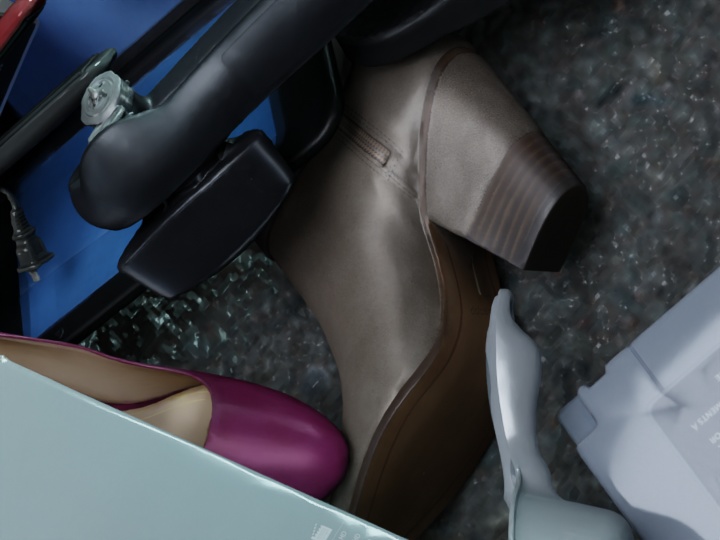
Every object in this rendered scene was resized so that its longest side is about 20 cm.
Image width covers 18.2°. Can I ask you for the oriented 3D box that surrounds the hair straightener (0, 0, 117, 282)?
[{"bbox_3d":[-0.161,-0.015,0.887,0.077,0.041,0.200,40,102,-8],"label":"hair straightener"}]

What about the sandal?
[{"bbox_3d":[0.083,-0.131,0.868,0.199,0.045,0.075,-31,29,9],"label":"sandal"}]

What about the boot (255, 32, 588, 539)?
[{"bbox_3d":[0.000,0.000,0.894,0.146,0.070,0.201,34,97,34],"label":"boot"}]

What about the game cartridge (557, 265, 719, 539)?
[{"bbox_3d":[0.182,0.041,0.806,0.200,0.040,0.134,-42,63,16],"label":"game cartridge"}]

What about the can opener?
[{"bbox_3d":[-0.036,-0.081,0.831,0.200,0.078,0.063,-48,26,17],"label":"can opener"}]

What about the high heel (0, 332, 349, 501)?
[{"bbox_3d":[-0.107,0.056,0.852,0.199,0.096,0.068,0,66,23],"label":"high heel"}]

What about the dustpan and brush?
[{"bbox_3d":[0.069,0.104,0.802,0.057,0.140,0.201,0,75,13],"label":"dustpan and brush"}]

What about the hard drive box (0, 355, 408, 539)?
[{"bbox_3d":[-0.054,0.137,0.793,0.199,0.156,0.077,22,57,18],"label":"hard drive box"}]

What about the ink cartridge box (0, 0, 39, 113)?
[{"bbox_3d":[-0.227,-0.108,0.957,0.200,0.037,0.095,34,106,31],"label":"ink cartridge box"}]

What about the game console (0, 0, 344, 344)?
[{"bbox_3d":[-0.118,-0.086,0.917,0.200,0.116,0.176,-37,100,24],"label":"game console"}]
